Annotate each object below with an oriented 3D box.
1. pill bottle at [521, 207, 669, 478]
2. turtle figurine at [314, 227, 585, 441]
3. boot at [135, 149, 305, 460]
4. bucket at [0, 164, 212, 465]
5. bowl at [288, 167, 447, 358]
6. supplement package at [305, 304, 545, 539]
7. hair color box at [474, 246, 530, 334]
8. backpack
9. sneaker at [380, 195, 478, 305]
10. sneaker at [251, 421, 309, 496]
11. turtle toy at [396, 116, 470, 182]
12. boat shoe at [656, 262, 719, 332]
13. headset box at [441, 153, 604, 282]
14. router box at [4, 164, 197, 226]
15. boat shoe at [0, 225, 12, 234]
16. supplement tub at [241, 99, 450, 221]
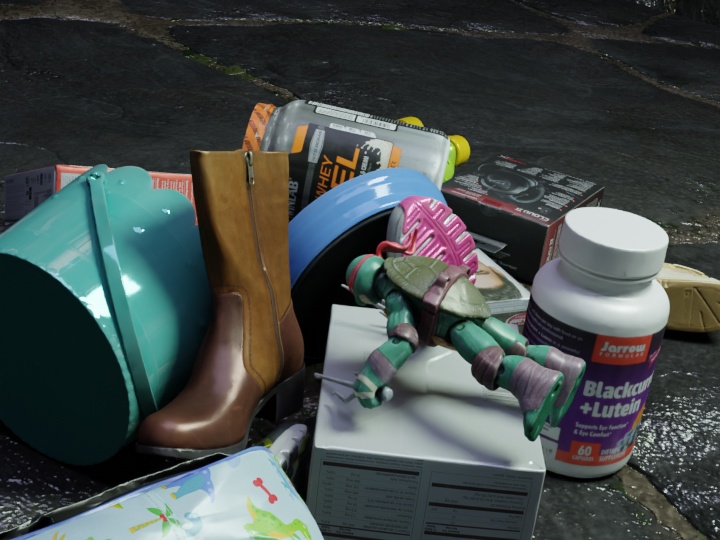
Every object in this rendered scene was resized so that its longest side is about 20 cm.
[{"bbox_3d":[0.187,0.057,0.886,0.110,0.202,0.112,6,25,-3],"label":"pill bottle"},{"bbox_3d":[0.049,0.043,0.746,0.199,0.101,0.149,26,31,23],"label":"turtle figurine"},{"bbox_3d":[-0.094,0.018,0.751,0.068,0.202,0.188,5,12,33],"label":"boot"},{"bbox_3d":[-0.200,0.037,0.827,0.206,0.209,0.135,19,35,23],"label":"bucket"},{"bbox_3d":[0.000,0.000,0.965,0.199,0.202,0.039,-12,50,-36],"label":"bowl"},{"bbox_3d":[0.043,0.126,0.805,0.154,0.112,0.200,7,26,-1],"label":"supplement package"},{"bbox_3d":[0.083,0.012,1.114,0.098,0.061,0.200,-5,29,-25],"label":"hair color box"},{"bbox_3d":[-0.100,0.197,0.544,0.199,0.184,0.147,-21,60,-39],"label":"backpack"},{"bbox_3d":[0.049,0.025,0.934,0.081,0.201,0.088,-30,35,-30],"label":"sneaker"},{"bbox_3d":[-0.099,0.156,0.744,0.084,0.075,0.200,16,26,17],"label":"sneaker"},{"bbox_3d":[0.031,-0.126,1.340,0.199,0.102,0.145,28,32,37],"label":"turtle toy"},{"bbox_3d":[0.290,0.023,1.150,0.198,0.074,0.069,11,13,4],"label":"boat shoe"},{"bbox_3d":[0.179,-0.063,1.280,0.148,0.078,0.200,20,29,25],"label":"headset box"},{"bbox_3d":[-0.245,-0.070,1.093,0.178,0.049,0.199,2,0,-31],"label":"router box"},{"bbox_3d":[-0.353,-0.003,1.026,0.073,0.075,0.199,14,15,36],"label":"boat shoe"},{"bbox_3d":[-0.017,-0.100,1.093,0.198,0.124,0.123,12,25,2],"label":"supplement tub"}]
